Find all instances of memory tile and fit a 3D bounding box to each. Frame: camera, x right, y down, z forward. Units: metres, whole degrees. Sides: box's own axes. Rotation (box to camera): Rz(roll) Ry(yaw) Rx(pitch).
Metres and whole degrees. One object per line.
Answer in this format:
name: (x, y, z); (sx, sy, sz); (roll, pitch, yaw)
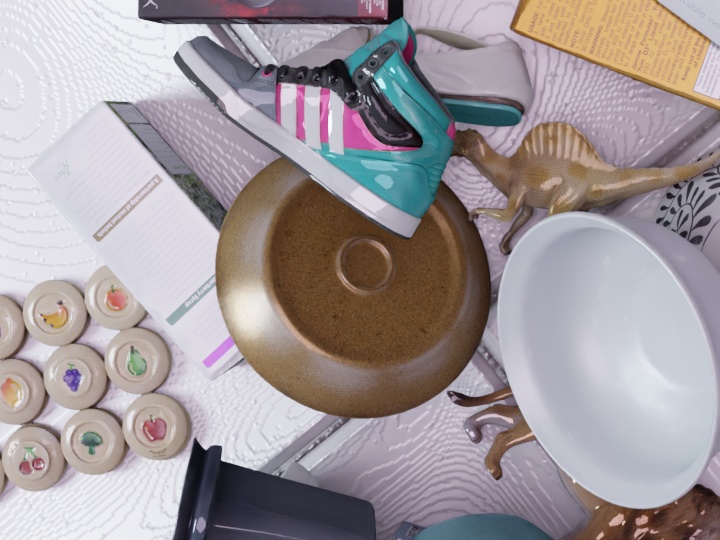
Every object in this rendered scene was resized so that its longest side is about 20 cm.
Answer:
memory tile: (-0.235, 0.085, 1.414); (0.199, 0.017, 0.154); (-15, 92, 10)

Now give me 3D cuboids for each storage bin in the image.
storage bin: (-0.067, 0.231, 1.274); (0.133, 0.146, 0.201); (9, 103, -2)

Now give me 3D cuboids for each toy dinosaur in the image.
toy dinosaur: (0.146, -0.052, 1.314); (0.199, 0.058, 0.102); (7, 104, 15)

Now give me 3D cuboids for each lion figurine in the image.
lion figurine: (0.160, 0.136, 1.329); (0.122, 0.072, 0.200); (-35, 84, 2)

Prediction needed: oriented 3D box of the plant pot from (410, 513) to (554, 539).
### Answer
plant pot: (0.082, 0.239, 1.243); (0.199, 0.200, 0.135); (-15, 56, 10)

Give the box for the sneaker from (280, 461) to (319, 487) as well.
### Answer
sneaker: (-0.045, 0.244, 1.374); (0.115, 0.074, 0.201); (25, 105, 2)

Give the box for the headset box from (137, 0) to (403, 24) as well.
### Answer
headset box: (-0.051, -0.247, 1.328); (0.199, 0.077, 0.150); (2, 95, 10)

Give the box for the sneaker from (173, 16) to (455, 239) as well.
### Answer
sneaker: (-0.016, -0.125, 1.262); (0.200, 0.084, 0.121); (35, 97, 1)

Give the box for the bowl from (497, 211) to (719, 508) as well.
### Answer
bowl: (0.188, 0.047, 1.252); (0.201, 0.090, 0.202); (28, 128, 44)

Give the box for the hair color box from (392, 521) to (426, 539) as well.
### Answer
hair color box: (0.110, 0.256, 1.350); (0.199, 0.061, 0.100); (15, 96, 8)

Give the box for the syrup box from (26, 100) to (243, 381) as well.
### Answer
syrup box: (-0.137, -0.022, 1.358); (0.081, 0.079, 0.200); (-41, 88, 9)

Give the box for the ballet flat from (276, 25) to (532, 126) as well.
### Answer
ballet flat: (0.022, -0.140, 1.338); (0.199, 0.069, 0.070); (4, 95, 5)

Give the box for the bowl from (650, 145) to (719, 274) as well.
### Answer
bowl: (0.289, 0.008, 1.285); (0.199, 0.094, 0.202); (1, 95, 9)

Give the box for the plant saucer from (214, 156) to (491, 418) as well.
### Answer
plant saucer: (0.000, 0.000, 1.311); (0.199, 0.035, 0.202); (4, 73, -13)

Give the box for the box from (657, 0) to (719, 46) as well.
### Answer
box: (0.268, -0.201, 1.253); (0.200, 0.048, 0.122); (40, 66, 15)

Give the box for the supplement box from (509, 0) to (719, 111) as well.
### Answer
supplement box: (0.205, -0.158, 1.300); (0.199, 0.067, 0.069); (19, 97, 6)
